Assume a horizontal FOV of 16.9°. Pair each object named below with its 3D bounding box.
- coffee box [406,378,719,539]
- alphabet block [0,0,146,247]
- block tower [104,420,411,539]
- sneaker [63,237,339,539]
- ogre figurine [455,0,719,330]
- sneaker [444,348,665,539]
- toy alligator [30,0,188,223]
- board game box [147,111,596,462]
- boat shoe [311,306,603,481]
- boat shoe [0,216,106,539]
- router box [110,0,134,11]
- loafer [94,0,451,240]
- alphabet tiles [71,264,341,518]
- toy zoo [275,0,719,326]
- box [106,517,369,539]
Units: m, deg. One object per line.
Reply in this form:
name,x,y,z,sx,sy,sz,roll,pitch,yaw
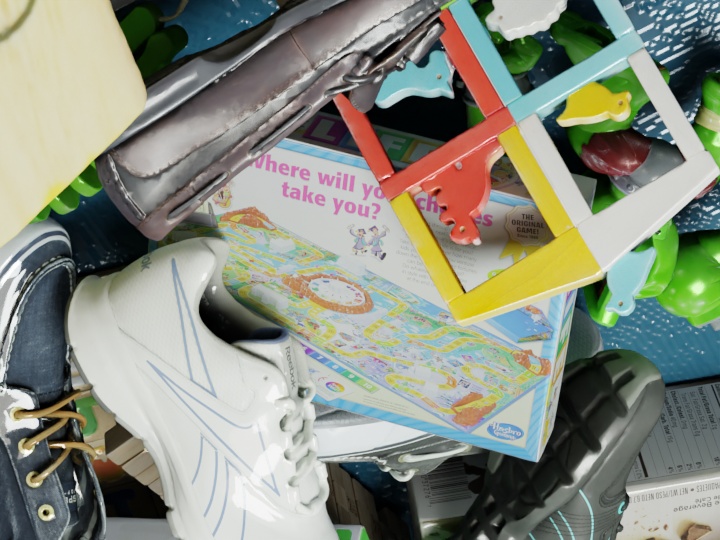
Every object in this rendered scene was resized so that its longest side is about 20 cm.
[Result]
coffee box,0.128,0.133,1.266,0.198,0.080,0.114,-9,125,-2
alphabet block,-0.232,-0.102,0.918,0.195,0.196,0.201,-46,134,-28
block tower,-0.046,0.115,1.234,0.054,0.058,0.200,-35,127,17
sneaker,-0.054,0.077,1.105,0.087,0.075,0.201,-31,96,23
ogre figurine,0.126,-0.044,1.124,0.199,0.098,0.121,10,114,-31
sneaker,0.092,0.125,1.177,0.079,0.076,0.201,25,111,-26
toy alligator,-0.109,-0.074,1.073,0.199,0.059,0.054,-35,95,17
board game box,0.000,0.000,1.115,0.199,0.034,0.135,15,121,12
boat shoe,0.028,0.072,1.196,0.199,0.072,0.071,-8,131,-17
boat shoe,-0.153,0.076,1.143,0.071,0.091,0.201,-20,135,-51
router box,-0.107,-0.213,0.984,0.156,0.052,0.200,-26,126,11
loafer,-0.023,-0.083,1.026,0.199,0.072,0.063,-28,100,3
alphabet tiles,-0.102,0.077,1.233,0.165,0.006,0.201,-14,128,1
toy zoo,0.065,-0.068,1.047,0.131,0.201,0.020,-30,169,6
box,-0.066,0.220,1.237,0.175,0.097,0.201,0,142,19
